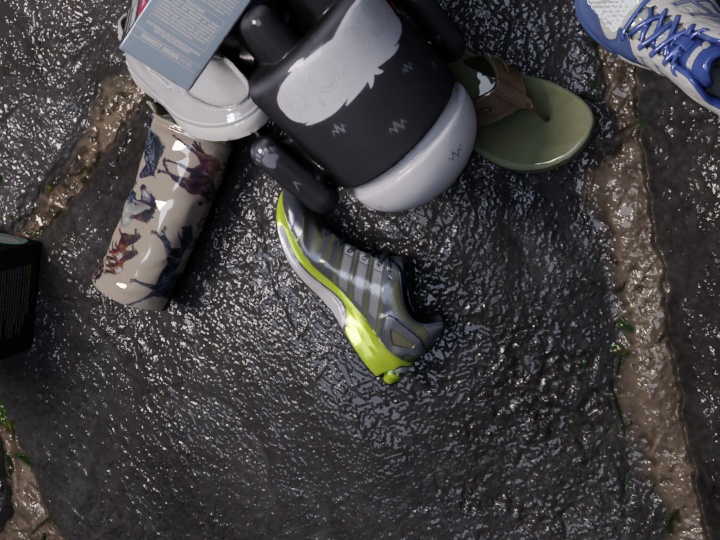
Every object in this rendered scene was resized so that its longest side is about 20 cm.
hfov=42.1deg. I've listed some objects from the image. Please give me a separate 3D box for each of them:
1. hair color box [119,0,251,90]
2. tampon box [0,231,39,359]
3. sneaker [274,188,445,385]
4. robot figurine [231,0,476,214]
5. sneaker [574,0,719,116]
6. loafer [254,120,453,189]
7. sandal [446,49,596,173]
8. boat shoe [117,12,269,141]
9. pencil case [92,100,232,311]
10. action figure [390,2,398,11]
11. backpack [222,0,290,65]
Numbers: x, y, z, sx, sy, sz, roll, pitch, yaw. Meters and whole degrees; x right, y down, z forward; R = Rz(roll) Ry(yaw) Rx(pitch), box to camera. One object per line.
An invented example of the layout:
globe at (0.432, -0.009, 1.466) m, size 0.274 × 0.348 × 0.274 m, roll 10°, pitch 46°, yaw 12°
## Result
hair color box at (-0.091, -0.237, 0.658) m, size 0.061 × 0.099 × 0.200 m, roll 30°, pitch 113°, yaw -26°
tampon box at (-0.450, 0.026, 0.939) m, size 0.149 × 0.200 × 0.127 m, roll 14°, pitch 105°, yaw 17°
sneaker at (0.000, 0.000, 0.834) m, size 0.081 × 0.074 × 0.200 m, roll -37°, pitch 93°, yaw 17°
robot figurine at (-0.003, -0.134, 0.698) m, size 0.150 × 0.125 × 0.200 m, roll -33°, pitch 116°, yaw 31°
sneaker at (0.246, -0.169, 0.689) m, size 0.200 × 0.088 × 0.075 m, roll 33°, pitch 112°, yaw 14°
loafer at (-0.010, -0.107, 0.811) m, size 0.199 × 0.070 × 0.076 m, roll 13°, pitch 104°, yaw 19°
sandal at (0.093, -0.143, 0.762) m, size 0.200 × 0.057 × 0.080 m, roll 29°, pitch 92°, yaw 16°
boat shoe at (-0.151, -0.178, 0.817) m, size 0.072 × 0.069 × 0.200 m, roll -36°, pitch 48°, yaw -12°
pencil case at (-0.192, -0.055, 0.889) m, size 0.089 × 0.078 × 0.201 m, roll 35°, pitch 111°, yaw 27°
action figure at (0.049, -0.300, 0.755) m, size 0.052 × 0.065 × 0.201 m, roll 22°, pitch 108°, yaw 34°
backpack at (-0.122, -0.311, 0.781) m, size 0.200 × 0.154 × 0.191 m, roll 43°, pitch 101°, yaw 12°
